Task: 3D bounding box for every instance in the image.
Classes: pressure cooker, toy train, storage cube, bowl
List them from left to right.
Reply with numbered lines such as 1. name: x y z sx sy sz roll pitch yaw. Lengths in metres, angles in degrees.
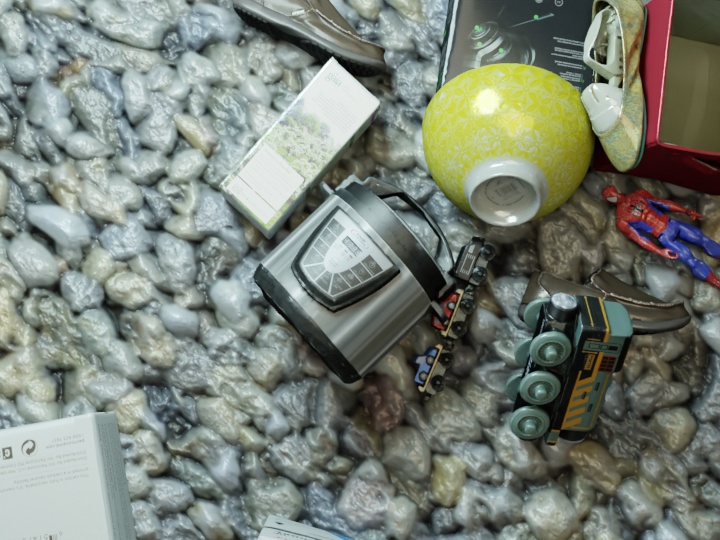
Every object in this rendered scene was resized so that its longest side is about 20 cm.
1. pressure cooker: 0.000 0.000 1.279 0.200 0.178 0.177 -42 121 -5
2. toy train: 0.105 0.054 1.343 0.045 0.034 0.203 21 84 4
3. bowl: 0.161 -0.114 1.267 0.196 0.202 0.109 8 49 0
4. toy train: 0.228 0.113 1.278 0.112 0.086 0.203 6 125 -4
5. storage cube: 0.380 -0.197 1.291 0.168 0.180 0.204 9 83 -10

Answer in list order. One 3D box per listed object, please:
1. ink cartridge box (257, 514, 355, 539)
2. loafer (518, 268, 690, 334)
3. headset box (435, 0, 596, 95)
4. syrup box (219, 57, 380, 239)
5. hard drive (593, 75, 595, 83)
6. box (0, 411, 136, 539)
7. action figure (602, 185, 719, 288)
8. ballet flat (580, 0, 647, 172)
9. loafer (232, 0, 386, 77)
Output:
1. ink cartridge box: -0.048 0.330 1.228 0.142 0.200 0.086 17 84 0
2. loafer: 0.282 0.033 1.322 0.196 0.073 0.072 5 84 -1
3. headset box: 0.182 -0.263 1.321 0.171 0.093 0.204 8 84 -1
4. syrup box: -0.069 -0.140 1.335 0.079 0.081 0.201 41 84 1
5. hard drive: 0.219 -0.213 1.377 0.130 0.027 0.203 18 85 1
6. box: -0.358 0.270 1.262 0.195 0.131 0.204 -10 84 -2
7. action figure: 0.370 -0.042 1.354 0.198 0.052 0.066 32 88 4
8. ballet flat: 0.269 -0.205 1.238 0.069 0.071 0.204 6 75 -1
9. loafer: -0.052 -0.294 1.354 0.198 0.073 0.072 27 85 1
